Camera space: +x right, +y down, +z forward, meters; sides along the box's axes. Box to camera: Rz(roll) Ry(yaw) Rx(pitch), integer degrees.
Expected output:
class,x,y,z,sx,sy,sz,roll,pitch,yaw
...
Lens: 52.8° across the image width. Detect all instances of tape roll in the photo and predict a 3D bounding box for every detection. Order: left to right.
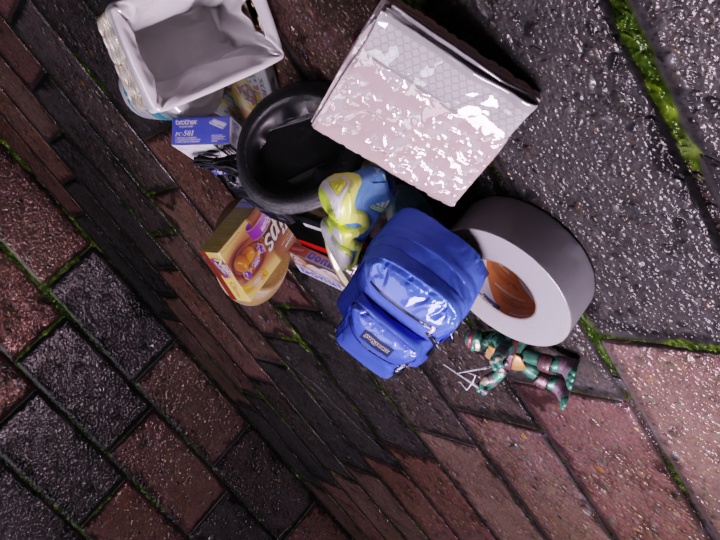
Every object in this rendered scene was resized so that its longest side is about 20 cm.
class,x,y,z,sx,sy,sz,roll,pitch,yaw
tape roll,0.199,0.003,0.938,0.199,0.066,0.201,36,155,19

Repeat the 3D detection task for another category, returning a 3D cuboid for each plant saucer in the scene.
class,x,y,z,sx,sy,sz,roll,pitch,yaw
plant saucer,-0.190,-0.037,1.342,0.035,0.202,0.202,-1,133,37

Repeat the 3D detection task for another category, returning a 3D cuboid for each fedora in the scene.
class,x,y,z,sx,sy,sz,roll,pitch,yaw
fedora,-0.072,-0.163,1.016,0.199,0.203,0.091,32,-175,23

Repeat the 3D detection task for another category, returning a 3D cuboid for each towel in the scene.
class,x,y,z,sx,sy,sz,roll,pitch,yaw
towel,0.065,-0.171,0.787,0.198,0.033,0.191,29,141,-10

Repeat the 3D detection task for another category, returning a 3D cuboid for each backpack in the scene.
class,x,y,z,sx,sy,sz,roll,pitch,yaw
backpack,0.063,0.036,0.923,0.161,0.169,0.200,32,148,-2

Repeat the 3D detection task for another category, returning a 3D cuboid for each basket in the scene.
class,x,y,z,sx,sy,sz,roll,pitch,yaw
basket,-0.222,-0.300,0.939,0.123,0.198,0.138,16,131,57

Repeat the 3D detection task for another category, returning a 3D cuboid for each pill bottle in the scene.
class,x,y,z,sx,sy,sz,roll,pitch,yaw
pill bottle,-0.310,-0.296,1.149,0.198,0.111,0.112,16,144,46

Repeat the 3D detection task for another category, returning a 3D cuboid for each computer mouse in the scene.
class,x,y,z,sx,sy,sz,roll,pitch,yaw
computer mouse,-0.152,-0.133,1.127,0.139,0.047,0.199,12,163,49

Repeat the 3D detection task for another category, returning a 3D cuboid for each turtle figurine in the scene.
class,x,y,z,sx,sy,sz,roll,pitch,yaw
turtle figurine,0.219,0.136,1.081,0.197,0.102,0.150,17,163,18

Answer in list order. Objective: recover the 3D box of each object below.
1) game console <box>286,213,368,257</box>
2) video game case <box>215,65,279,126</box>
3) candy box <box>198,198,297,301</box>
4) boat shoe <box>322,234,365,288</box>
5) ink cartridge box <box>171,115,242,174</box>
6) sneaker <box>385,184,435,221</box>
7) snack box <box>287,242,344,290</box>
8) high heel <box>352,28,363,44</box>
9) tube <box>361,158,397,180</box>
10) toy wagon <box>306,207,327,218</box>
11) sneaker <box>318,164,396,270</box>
class,x,y,z,sx,sy,sz,roll,pitch,yaw
game console,-0.039,-0.038,1.262,0.198,0.031,0.178,19,154,43
video game case,-0.197,-0.296,1.136,0.198,0.023,0.184,31,152,29
candy box,-0.182,-0.059,1.272,0.056,0.201,0.118,5,137,38
boat shoe,0.000,0.000,1.153,0.064,0.074,0.202,-18,127,13
ink cartridge box,-0.219,-0.196,1.157,0.092,0.045,0.200,0,175,8
sneaker,0.057,-0.043,1.075,0.129,0.080,0.202,13,141,47
snack box,-0.045,0.006,1.292,0.198,0.024,0.072,23,158,37
high heel,0.053,-0.189,0.850,0.200,0.068,0.096,44,146,-7
tube,0.018,-0.133,1.012,0.057,0.053,0.200,30,156,-9
toy wagon,-0.098,-0.151,1.159,0.153,0.040,0.201,23,156,29
sneaker,0.004,-0.069,0.955,0.077,0.104,0.201,60,169,18
